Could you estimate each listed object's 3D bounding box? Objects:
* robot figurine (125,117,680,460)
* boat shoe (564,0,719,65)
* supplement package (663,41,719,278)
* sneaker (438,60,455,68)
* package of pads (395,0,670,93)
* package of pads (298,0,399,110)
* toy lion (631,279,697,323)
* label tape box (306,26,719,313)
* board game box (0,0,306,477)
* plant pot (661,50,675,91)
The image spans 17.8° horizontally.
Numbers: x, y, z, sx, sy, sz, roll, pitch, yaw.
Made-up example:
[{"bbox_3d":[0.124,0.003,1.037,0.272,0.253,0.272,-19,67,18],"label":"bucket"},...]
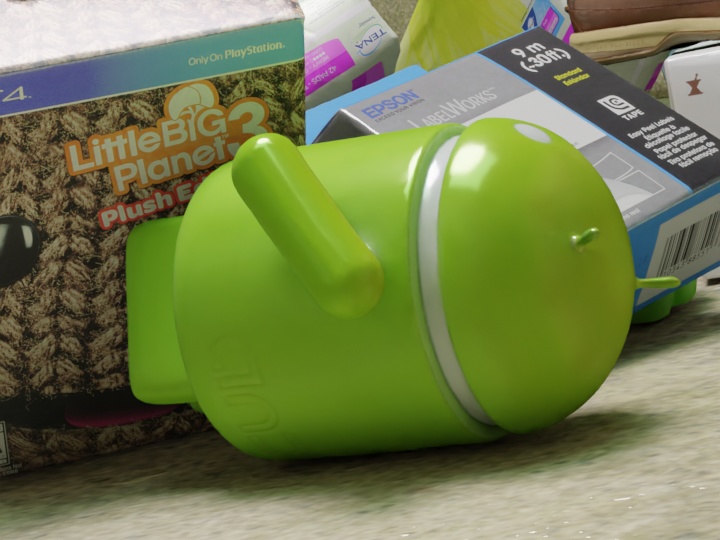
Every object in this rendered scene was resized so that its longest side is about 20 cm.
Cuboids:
[{"bbox_3d":[0.011,0.008,0.844,0.198,0.117,0.175,-8,-14,27],"label":"robot figurine"},{"bbox_3d":[0.194,-0.156,1.204,0.199,0.068,0.072,-9,6,33],"label":"boat shoe"},{"bbox_3d":[0.233,-0.072,1.247,0.116,0.118,0.200,-9,5,11],"label":"supplement package"},{"bbox_3d":[0.054,-0.075,1.304,0.077,0.086,0.200,-10,7,-14],"label":"sneaker"},{"bbox_3d":[0.095,-0.123,1.389,0.068,0.155,0.201,-20,-31,-35],"label":"package of pads"},{"bbox_3d":[-0.063,-0.072,1.360,0.154,0.068,0.200,-34,-15,-17],"label":"package of pads"},{"bbox_3d":[0.064,-0.018,1.132,0.190,0.069,0.200,-8,23,-17],"label":"toy lion"},{"bbox_3d":[0.055,-0.053,1.047,0.199,0.064,0.144,36,42,29],"label":"label tape box"},{"bbox_3d":[-0.108,-0.031,0.942,0.158,0.201,0.097,-12,40,-14],"label":"board game box"},{"bbox_3d":[0.294,-0.130,1.436,0.198,0.197,0.196,-19,3,16],"label":"plant pot"}]
